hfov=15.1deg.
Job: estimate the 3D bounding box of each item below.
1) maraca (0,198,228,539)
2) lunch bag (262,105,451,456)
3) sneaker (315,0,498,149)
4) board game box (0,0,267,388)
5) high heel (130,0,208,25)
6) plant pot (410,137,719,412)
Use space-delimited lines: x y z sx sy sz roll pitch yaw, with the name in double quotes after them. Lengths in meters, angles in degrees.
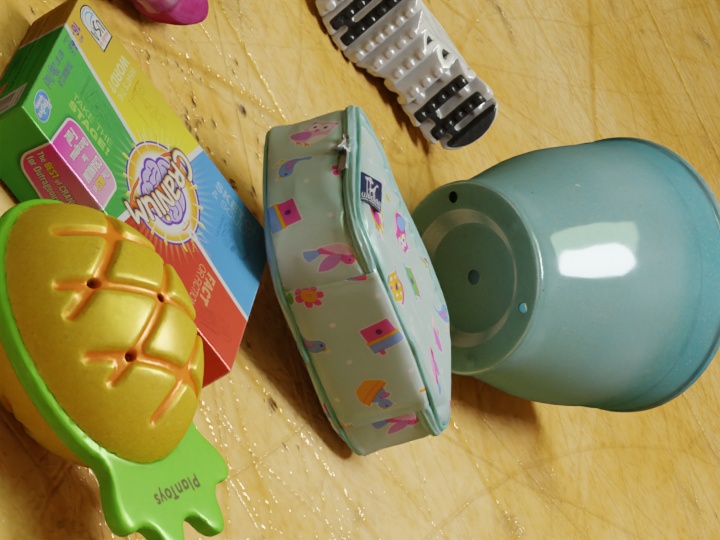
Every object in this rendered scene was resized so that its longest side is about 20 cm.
-0.130 0.054 1.412 0.137 0.107 0.201 -25 88 -59 "maraca"
0.000 0.000 1.724 0.161 0.077 0.201 -86 159 -54 "lunch bag"
0.026 -0.181 2.055 0.200 0.075 0.081 52 11 -27 "sneaker"
-0.135 -0.045 1.594 0.200 0.040 0.153 53 25 -21 "board game box"
-0.148 -0.255 1.769 0.096 0.067 0.201 23 42 -64 "high heel"
0.130 0.006 1.922 0.187 0.200 0.201 -2 65 -48 "plant pot"
